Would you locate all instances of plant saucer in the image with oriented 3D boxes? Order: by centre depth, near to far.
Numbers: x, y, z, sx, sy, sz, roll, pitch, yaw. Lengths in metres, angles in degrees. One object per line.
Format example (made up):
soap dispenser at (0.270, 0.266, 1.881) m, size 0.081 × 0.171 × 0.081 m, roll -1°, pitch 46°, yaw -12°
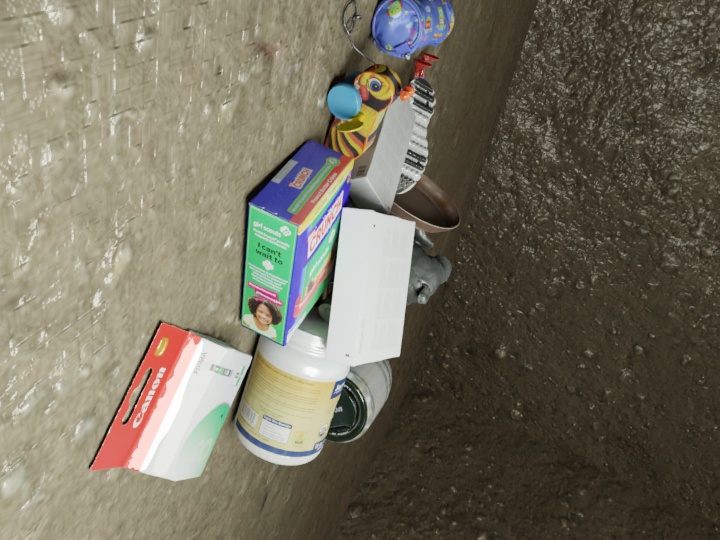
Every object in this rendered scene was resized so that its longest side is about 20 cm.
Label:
plant saucer at (0.088, -0.132, 1.151) m, size 0.032 × 0.199 × 0.200 m, roll -54°, pitch 176°, yaw 30°

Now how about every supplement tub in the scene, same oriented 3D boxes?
supplement tub at (-0.096, 0.164, 0.960) m, size 0.144 × 0.142 × 0.204 m, roll -28°, pitch 138°, yaw -71°

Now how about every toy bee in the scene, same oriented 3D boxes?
toy bee at (0.011, -0.223, 0.852) m, size 0.132 × 0.107 × 0.201 m, roll -59°, pitch 165°, yaw -28°

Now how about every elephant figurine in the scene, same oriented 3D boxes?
elephant figurine at (0.067, -0.043, 1.185) m, size 0.141 × 0.203 × 0.154 m, roll -33°, pitch -175°, yaw -36°

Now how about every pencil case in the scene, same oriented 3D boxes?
pencil case at (0.082, -0.369, 0.967) m, size 0.200 × 0.076 × 0.089 m, roll -47°, pitch 127°, yaw -57°

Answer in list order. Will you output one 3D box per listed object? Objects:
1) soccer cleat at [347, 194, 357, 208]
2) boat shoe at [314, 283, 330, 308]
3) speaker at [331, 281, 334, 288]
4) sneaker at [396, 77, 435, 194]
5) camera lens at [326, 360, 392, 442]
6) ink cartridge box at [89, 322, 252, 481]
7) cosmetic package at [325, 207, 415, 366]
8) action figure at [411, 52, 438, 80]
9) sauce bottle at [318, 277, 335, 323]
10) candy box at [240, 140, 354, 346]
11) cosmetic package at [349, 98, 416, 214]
soccer cleat at (-0.019, -0.091, 1.005) m, size 0.199 × 0.063 × 0.086 m, roll -1°, pitch 100°, yaw -65°
boat shoe at (-0.083, 0.084, 1.058) m, size 0.072 × 0.071 × 0.204 m, roll -44°, pitch 146°, yaw -63°
speaker at (-0.025, 0.064, 1.238) m, size 0.200 × 0.080 × 0.083 m, roll 10°, pitch 102°, yaw -78°
sneaker at (0.072, -0.224, 1.105) m, size 0.074 × 0.080 × 0.204 m, roll 24°, pitch 73°, yaw -38°
camera lens at (-0.026, 0.252, 1.368) m, size 0.200 × 0.157 × 0.163 m, roll -37°, pitch 147°, yaw -67°
ink cartridge box at (-0.200, 0.153, 0.729) m, size 0.200 × 0.049 × 0.164 m, roll 64°, pitch 49°, yaw -76°
cosmetic package at (0.017, 0.023, 0.906) m, size 0.150 × 0.051 × 0.205 m, roll 5°, pitch 93°, yaw -65°
action figure at (0.110, -0.314, 1.263) m, size 0.066 × 0.051 × 0.203 m, roll -59°, pitch 167°, yaw -48°
sauce bottle at (0.000, 0.000, 0.986) m, size 0.067 × 0.065 × 0.201 m, roll 100°, pitch 18°, yaw -44°
candy box at (-0.081, -0.036, 0.839) m, size 0.170 × 0.076 × 0.203 m, roll -57°, pitch 163°, yaw -47°
cosmetic package at (0.030, -0.186, 0.979) m, size 0.083 × 0.050 × 0.203 m, roll 51°, pitch 45°, yaw -42°
